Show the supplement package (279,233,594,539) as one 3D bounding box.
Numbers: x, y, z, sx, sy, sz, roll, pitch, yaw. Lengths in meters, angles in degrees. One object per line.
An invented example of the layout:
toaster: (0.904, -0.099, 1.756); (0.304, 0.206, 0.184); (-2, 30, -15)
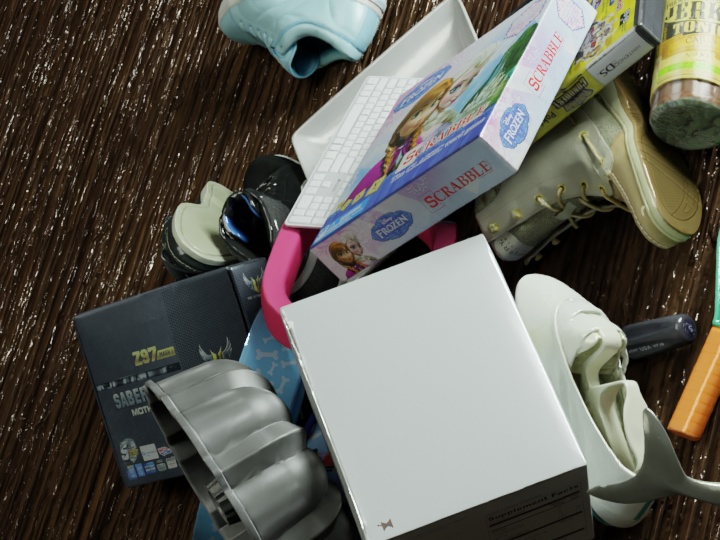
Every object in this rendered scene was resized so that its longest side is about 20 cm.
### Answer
supplement package: (0.053, 0.104, 1.476); (0.155, 0.111, 0.200); (-20, 57, -3)

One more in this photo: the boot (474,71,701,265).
boot: (0.165, -0.052, 1.601); (0.155, 0.072, 0.200); (-41, 37, 20)

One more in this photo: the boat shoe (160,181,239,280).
boat shoe: (-0.142, -0.022, 1.860); (0.066, 0.074, 0.199); (-51, 10, 15)

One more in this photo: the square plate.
square plate: (0.042, -0.108, 1.797); (0.198, 0.028, 0.200); (-40, 43, 17)

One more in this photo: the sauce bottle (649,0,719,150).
sauce bottle: (0.253, -0.186, 1.596); (0.065, 0.065, 0.200); (-20, 48, 38)

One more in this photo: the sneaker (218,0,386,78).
sneaker: (-0.067, -0.217, 1.955); (0.200, 0.074, 0.082); (-1, 62, 48)

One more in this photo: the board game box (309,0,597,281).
board game box: (0.070, -0.105, 1.601); (0.200, 0.041, 0.200); (-33, 20, 43)

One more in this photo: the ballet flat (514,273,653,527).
ballet flat: (0.167, 0.079, 1.489); (0.069, 0.069, 0.200); (-32, 61, 29)

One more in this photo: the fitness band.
fitness band: (0.000, 0.000, 1.646); (0.143, 0.038, 0.200); (5, 35, 9)

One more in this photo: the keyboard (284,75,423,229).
keyboard: (-0.001, -0.097, 1.731); (0.056, 0.011, 0.200); (9, 43, 18)

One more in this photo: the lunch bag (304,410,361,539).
lunch bag: (0.037, 0.103, 1.627); (0.150, 0.094, 0.200); (-7, 56, 46)

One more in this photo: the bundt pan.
bundt pan: (-0.071, 0.146, 1.511); (0.076, 0.202, 0.202); (-32, 38, -12)

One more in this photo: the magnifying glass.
magnifying glass: (0.263, 0.024, 1.486); (0.080, 0.022, 0.200); (14, 77, 50)

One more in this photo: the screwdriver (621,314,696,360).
screwdriver: (0.167, 0.063, 1.571); (0.200, 0.029, 0.028); (-21, 52, 49)

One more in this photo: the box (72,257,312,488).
box: (-0.140, 0.088, 1.789); (0.200, 0.051, 0.158); (-16, 91, 39)

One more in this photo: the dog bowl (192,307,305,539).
dog bowl: (-0.081, 0.130, 1.662); (0.111, 0.049, 0.201); (-57, -18, -78)

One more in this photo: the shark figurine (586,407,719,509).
shark figurine: (0.262, 0.127, 1.359); (0.128, 0.214, 0.090); (55, 152, 20)

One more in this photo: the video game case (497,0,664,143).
video game case: (0.165, -0.184, 1.660); (0.181, 0.025, 0.200); (-39, 23, 33)

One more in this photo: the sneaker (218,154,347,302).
sneaker: (-0.079, -0.055, 1.831); (0.073, 0.112, 0.200); (-44, 41, 14)
